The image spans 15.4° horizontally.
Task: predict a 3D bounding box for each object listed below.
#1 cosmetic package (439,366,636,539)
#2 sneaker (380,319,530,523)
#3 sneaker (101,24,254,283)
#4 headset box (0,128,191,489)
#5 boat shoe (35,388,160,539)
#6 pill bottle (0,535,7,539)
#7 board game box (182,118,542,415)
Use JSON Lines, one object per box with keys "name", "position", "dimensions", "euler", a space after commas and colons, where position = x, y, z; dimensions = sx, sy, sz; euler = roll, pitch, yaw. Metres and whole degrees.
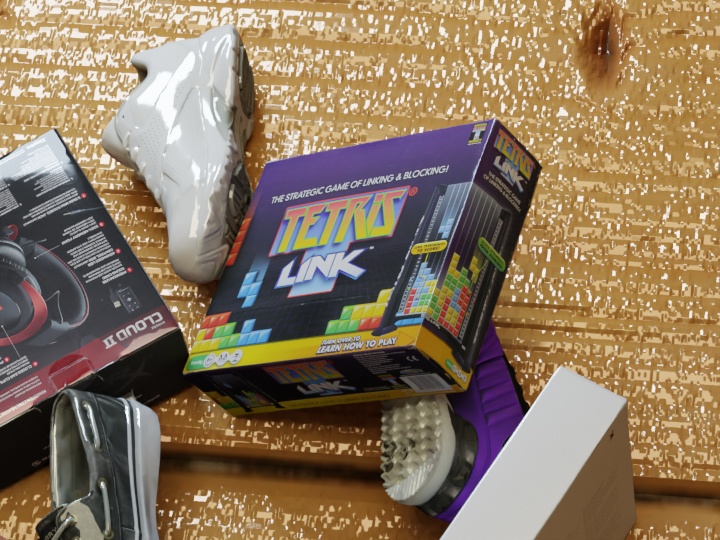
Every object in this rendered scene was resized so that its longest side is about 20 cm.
{"name": "cosmetic package", "position": [0.086, 0.175, 1.528], "dimensions": [0.052, 0.151, 0.200], "euler": [28, 65, 20]}
{"name": "sneaker", "position": [0.068, 0.082, 1.635], "dimensions": [0.099, 0.070, 0.200], "euler": [28, 42, -21]}
{"name": "sneaker", "position": [-0.121, -0.070, 1.750], "dimensions": [0.099, 0.078, 0.200], "euler": [-7, 50, 10]}
{"name": "headset box", "position": [-0.207, 0.031, 1.690], "dimensions": [0.148, 0.075, 0.200], "euler": [-29, 60, -11]}
{"name": "boat shoe", "position": [-0.160, 0.159, 1.568], "dimensions": [0.071, 0.072, 0.200], "euler": [18, 45, -27]}
{"name": "pill bottle", "position": [-0.293, 0.171, 1.595], "dimensions": [0.200, 0.112, 0.112], "euler": [32, 67, 22]}
{"name": "board game box", "position": [0.000, 0.000, 1.638], "dimensions": [0.200, 0.057, 0.166], "euler": [-9, 52, 42]}
